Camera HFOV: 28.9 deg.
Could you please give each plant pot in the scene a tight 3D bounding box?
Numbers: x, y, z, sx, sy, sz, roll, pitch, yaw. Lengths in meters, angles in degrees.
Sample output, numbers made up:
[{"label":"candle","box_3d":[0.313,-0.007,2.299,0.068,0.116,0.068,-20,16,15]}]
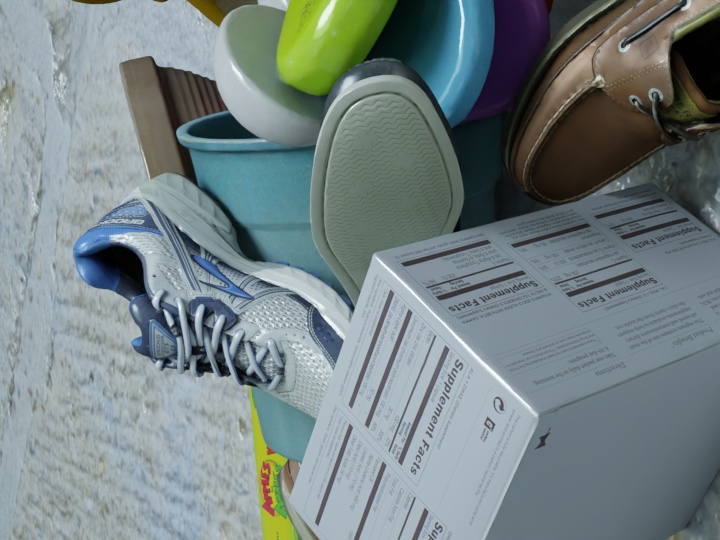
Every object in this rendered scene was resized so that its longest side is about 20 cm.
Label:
[{"label":"plant pot","box_3d":[0.000,0.000,0.840,0.199,0.198,0.199,15,114,56]},{"label":"plant pot","box_3d":[-0.105,-0.060,1.005,0.201,0.091,0.204,165,90,-83]}]

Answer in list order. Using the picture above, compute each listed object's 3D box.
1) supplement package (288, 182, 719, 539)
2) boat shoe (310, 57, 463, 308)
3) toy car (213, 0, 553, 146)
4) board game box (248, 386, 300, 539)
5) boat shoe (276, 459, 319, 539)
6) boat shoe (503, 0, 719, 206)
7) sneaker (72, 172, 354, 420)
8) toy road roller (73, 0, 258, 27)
[{"label":"supplement package","box_3d":[0.089,0.066,0.669,0.111,0.198,0.157,44,131,33]},{"label":"boat shoe","box_3d":[0.014,-0.032,0.657,0.201,0.071,0.068,75,-174,-55]},{"label":"toy car","box_3d":[0.029,-0.142,0.704,0.175,0.149,0.201,-50,13,36]},{"label":"board game box","box_3d":[-0.019,0.126,0.957,0.047,0.100,0.203,-6,89,57]},{"label":"boat shoe","box_3d":[0.035,0.179,0.877,0.200,0.076,0.074,45,119,8]},{"label":"boat shoe","box_3d":[0.140,-0.094,0.642,0.200,0.071,0.068,-49,34,30]},{"label":"sneaker","box_3d":[-0.077,0.030,0.739,0.199,0.085,0.078,34,134,29]},{"label":"toy road roller","box_3d":[-0.108,-0.202,0.804,0.123,0.199,0.147,-36,23,47]}]
